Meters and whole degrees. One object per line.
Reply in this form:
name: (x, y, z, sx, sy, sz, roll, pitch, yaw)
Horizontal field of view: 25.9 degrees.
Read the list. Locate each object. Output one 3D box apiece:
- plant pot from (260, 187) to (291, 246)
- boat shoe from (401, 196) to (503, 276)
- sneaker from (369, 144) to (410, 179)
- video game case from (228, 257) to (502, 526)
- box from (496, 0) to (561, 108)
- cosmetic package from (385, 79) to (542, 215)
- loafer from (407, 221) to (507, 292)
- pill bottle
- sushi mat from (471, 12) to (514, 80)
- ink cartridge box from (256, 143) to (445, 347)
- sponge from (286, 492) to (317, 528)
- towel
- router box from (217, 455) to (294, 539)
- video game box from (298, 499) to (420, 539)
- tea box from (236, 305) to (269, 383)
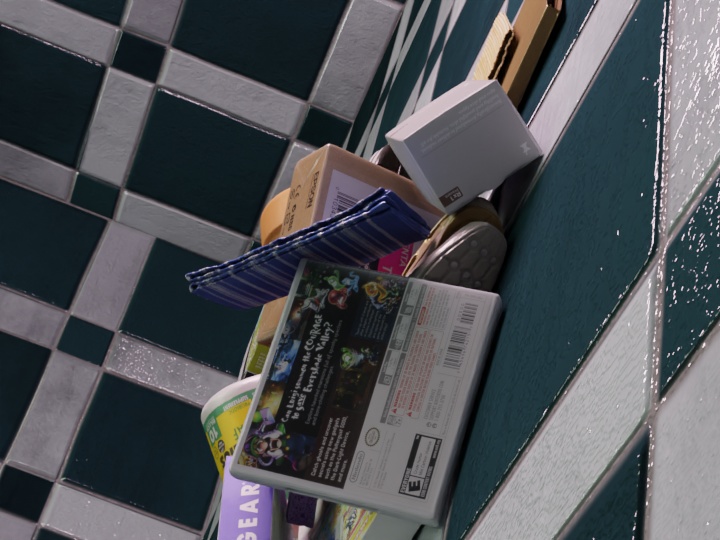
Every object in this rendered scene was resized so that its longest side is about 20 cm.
plant pot: (-0.017, 0.005, 1.798, 0.200, 0.198, 0.141, 120, 153, -57)
boat shoe: (0.072, 0.018, 1.454, 0.201, 0.073, 0.069, -56, 7, 23)
sneaker: (-0.017, -0.042, 1.675, 0.115, 0.076, 0.202, -8, 54, 40)
video game case: (0.005, 0.095, 1.290, 0.023, 0.180, 0.201, 64, -139, -61)
box: (0.161, -0.211, 1.632, 0.164, 0.021, 0.201, -79, 12, -61)
cosmetic package: (0.092, -0.118, 1.467, 0.106, 0.091, 0.200, -33, 5, -1)
loafer: (0.050, 0.036, 1.382, 0.200, 0.070, 0.070, -48, 21, 2)
pill bottle: (-0.081, 0.215, 1.591, 0.201, 0.112, 0.113, 68, 154, 23)
sushi mat: (0.141, -0.227, 1.702, 0.200, 0.012, 0.096, -81, 11, -75)
ink cartridge box: (0.000, 0.000, 1.552, 0.075, 0.164, 0.202, -26, 48, 56)
sponge: (-0.036, 0.118, 1.425, 0.112, 0.030, 0.202, -77, -2, -67)
towel: (-0.043, -0.015, 1.391, 0.145, 0.199, 0.024, 30, -140, -71)
router box: (-0.088, 0.295, 1.388, 0.201, 0.048, 0.181, -90, -6, -53)
video game box: (-0.001, 0.219, 1.401, 0.183, 0.047, 0.201, -84, 20, -60)
tea box: (-0.087, 0.102, 2.269, 0.200, 0.133, 0.198, -84, 17, -69)
